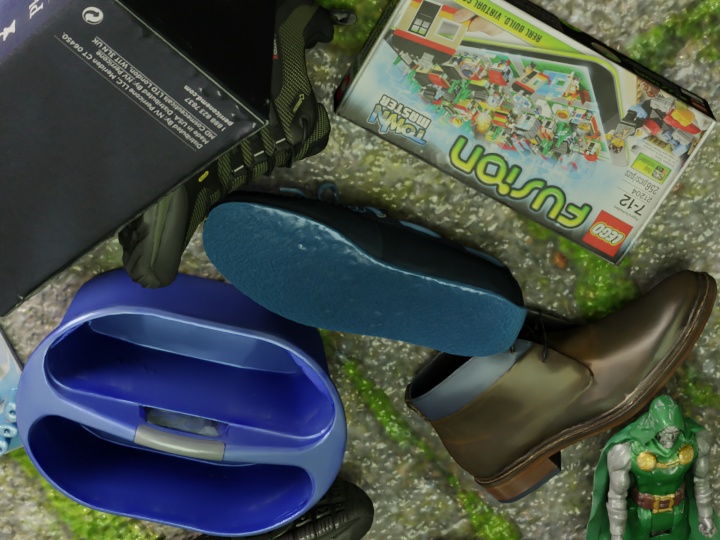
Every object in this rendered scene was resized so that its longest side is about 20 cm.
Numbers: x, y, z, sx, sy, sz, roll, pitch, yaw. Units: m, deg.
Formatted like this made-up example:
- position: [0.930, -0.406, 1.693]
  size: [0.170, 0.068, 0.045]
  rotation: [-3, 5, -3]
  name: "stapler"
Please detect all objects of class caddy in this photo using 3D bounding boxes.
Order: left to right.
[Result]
- position: [-0.107, 0.083, 1.243]
  size: [0.199, 0.105, 0.142]
  rotation: [12, 114, -7]
  name: "caddy"

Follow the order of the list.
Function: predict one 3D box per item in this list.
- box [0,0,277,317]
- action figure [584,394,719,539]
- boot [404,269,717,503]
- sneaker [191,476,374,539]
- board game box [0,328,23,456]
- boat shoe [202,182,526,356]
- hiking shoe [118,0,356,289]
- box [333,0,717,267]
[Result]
- position: [-0.153, -0.118, 1.067]
  size: [0.198, 0.200, 0.123]
  rotation: [-35, 123, 28]
  name: "box"
- position: [0.183, 0.150, 1.279]
  size: [0.118, 0.055, 0.201]
  rotation: [-12, 134, -8]
  name: "action figure"
- position: [0.120, 0.052, 1.253]
  size: [0.097, 0.075, 0.200]
  rotation: [39, 110, -19]
  name: "boot"
- position: [-0.071, 0.199, 1.323]
  size: [0.199, 0.076, 0.091]
  rotation: [-28, 121, 18]
  name: "sneaker"
- position: [-0.323, 0.059, 1.272]
  size: [0.199, 0.026, 0.201]
  rotation: [-22, 113, 8]
  name: "board game box"
- position: [0.000, 0.000, 1.233]
  size: [0.199, 0.069, 0.084]
  rotation: [23, 120, -10]
  name: "boat shoe"
- position: [-0.067, -0.076, 1.158]
  size: [0.100, 0.076, 0.201]
  rotation: [23, 81, -17]
  name: "hiking shoe"
- position: [0.096, -0.096, 1.208]
  size: [0.199, 0.035, 0.110]
  rotation: [27, 111, -13]
  name: "box"
